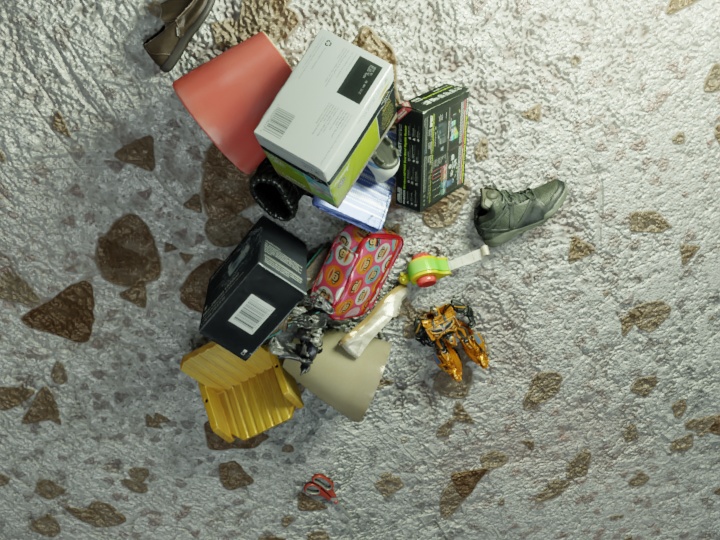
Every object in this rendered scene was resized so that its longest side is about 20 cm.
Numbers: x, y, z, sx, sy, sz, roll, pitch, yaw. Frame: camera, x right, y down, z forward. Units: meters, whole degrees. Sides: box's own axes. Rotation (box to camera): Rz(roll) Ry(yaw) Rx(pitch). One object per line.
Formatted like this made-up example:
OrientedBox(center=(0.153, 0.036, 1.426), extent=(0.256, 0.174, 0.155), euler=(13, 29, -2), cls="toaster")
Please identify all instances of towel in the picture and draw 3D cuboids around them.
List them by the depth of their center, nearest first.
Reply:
OrientedBox(center=(-0.001, -0.183, 1.340), extent=(0.145, 0.024, 0.200), euler=(22, 73, -18), cls="towel")

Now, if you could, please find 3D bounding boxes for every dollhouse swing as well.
OrientedBox(center=(-0.264, 0.254, 1.552), extent=(0.200, 0.182, 0.176), euler=(-26, 158, 10), cls="dollhouse swing")

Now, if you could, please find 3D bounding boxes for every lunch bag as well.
OrientedBox(center=(0.000, 0.000, 1.452), extent=(0.176, 0.082, 0.200), euler=(-3, 124, -57), cls="lunch bag")

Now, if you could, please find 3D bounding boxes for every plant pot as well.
OrientedBox(center=(-0.189, -0.296, 1.229), extent=(0.177, 0.200, 0.200), euler=(-38, 119, 5), cls="plant pot")
OrientedBox(center=(-0.061, 0.204, 1.564), extent=(0.200, 0.187, 0.188), euler=(24, 117, -2), cls="plant pot")

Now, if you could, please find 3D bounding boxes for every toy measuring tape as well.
OrientedBox(center=(0.166, -0.014, 1.490), extent=(0.200, 0.074, 0.074), euler=(-21, 122, 22), cls="toy measuring tape")

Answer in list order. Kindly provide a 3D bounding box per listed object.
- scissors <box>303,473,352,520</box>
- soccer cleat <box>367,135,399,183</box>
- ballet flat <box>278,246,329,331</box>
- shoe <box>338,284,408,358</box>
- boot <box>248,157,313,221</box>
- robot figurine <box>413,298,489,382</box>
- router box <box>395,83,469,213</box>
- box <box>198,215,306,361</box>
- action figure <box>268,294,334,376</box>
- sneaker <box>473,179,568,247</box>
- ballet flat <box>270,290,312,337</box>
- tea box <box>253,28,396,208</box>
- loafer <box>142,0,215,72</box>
OrientedBox(center=(-0.066, 0.597, 1.883), extent=(0.073, 0.014, 0.200), euler=(-41, 116, 15), cls="scissors")
OrientedBox(center=(0.006, -0.249, 1.305), extent=(0.070, 0.200, 0.086), euler=(-19, 163, -18), cls="soccer cleat")
OrientedBox(center=(-0.112, 0.043, 1.479), extent=(0.067, 0.068, 0.200), euler=(40, 90, 7), cls="ballet flat")
OrientedBox(center=(0.038, 0.106, 1.518), extent=(0.053, 0.070, 0.200), euler=(45, 68, 7), cls="shoe")
OrientedBox(center=(-0.105, -0.147, 1.334), extent=(0.211, 0.158, 0.079), euler=(28, 127, -19), cls="boot")
OrientedBox(center=(0.208, 0.156, 1.618), extent=(0.145, 0.058, 0.200), euler=(-29, 121, 10), cls="robot figurine")
OrientedBox(center=(0.132, -0.226, 1.325), extent=(0.150, 0.062, 0.200), euler=(-32, 134, -40), cls="router box")
OrientedBox(center=(-0.208, 0.032, 1.410), extent=(0.117, 0.200, 0.197), euler=(35, 112, -21), cls="box")
OrientedBox(center=(-0.116, 0.124, 1.408), extent=(0.102, 0.119, 0.200), euler=(22, 143, 0), cls="action figure")
OrientedBox(center=(0.313, -0.137, 1.441), extent=(0.199, 0.076, 0.114), euler=(-30, 127, 18), cls="sneaker")
OrientedBox(center=(-0.141, 0.078, 1.530), extent=(0.200, 0.071, 0.065), euler=(-28, 104, 6), cls="ballet flat")
OrientedBox(center=(-0.048, -0.236, 1.157), extent=(0.133, 0.197, 0.200), euler=(30, 82, 11), cls="tea box")
OrientedBox(center=(-0.299, -0.425, 1.195), extent=(0.071, 0.073, 0.200), euler=(31, 113, -24), cls="loafer")
